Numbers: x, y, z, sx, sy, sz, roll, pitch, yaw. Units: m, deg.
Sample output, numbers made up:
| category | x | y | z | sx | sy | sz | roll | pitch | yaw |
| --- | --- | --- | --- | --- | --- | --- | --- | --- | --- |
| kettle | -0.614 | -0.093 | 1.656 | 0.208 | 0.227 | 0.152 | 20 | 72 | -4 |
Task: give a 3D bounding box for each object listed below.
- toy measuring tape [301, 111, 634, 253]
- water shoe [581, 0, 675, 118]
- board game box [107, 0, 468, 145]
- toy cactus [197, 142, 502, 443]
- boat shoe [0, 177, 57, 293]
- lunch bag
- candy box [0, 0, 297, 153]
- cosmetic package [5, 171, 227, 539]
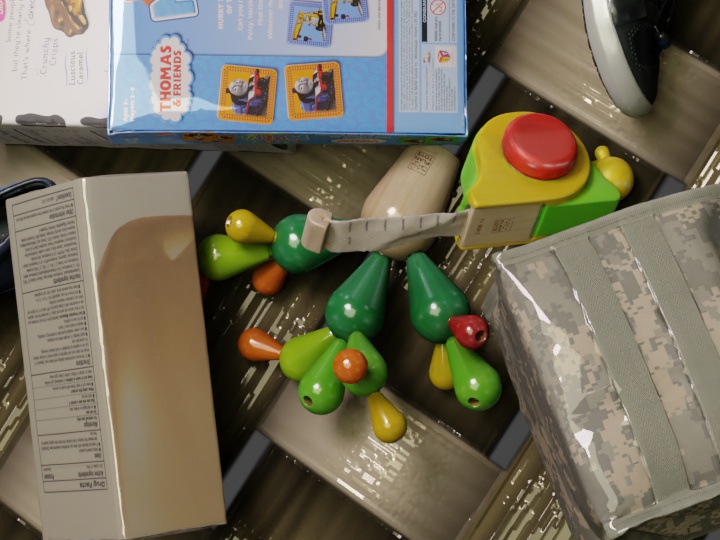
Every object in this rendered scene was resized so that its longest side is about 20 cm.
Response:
| category | x | y | z | sx | sy | sz | roll | pitch | yaw |
| --- | --- | --- | --- | --- | --- | --- | --- | --- | --- |
| toy measuring tape | 0.056 | -0.049 | 1.300 | 0.199 | 0.074 | 0.074 | -6 | 77 | -21 |
| water shoe | 0.163 | -0.186 | 1.314 | 0.078 | 0.071 | 0.201 | -5 | 81 | 17 |
| board game box | -0.041 | -0.147 | 1.332 | 0.199 | 0.037 | 0.152 | 1 | 83 | -4 |
| toy cactus | 0.000 | 0.000 | 1.342 | 0.199 | 0.102 | 0.166 | 22 | 80 | 30 |
| boat shoe | -0.264 | -0.007 | 1.400 | 0.199 | 0.069 | 0.084 | -32 | 66 | -19 |
| lunch bag | 0.185 | 0.046 | 1.242 | 0.199 | 0.118 | 0.165 | -18 | 73 | -8 |
| candy box | -0.133 | -0.160 | 1.416 | 0.199 | 0.072 | 0.169 | 3 | 83 | 19 |
| cosmetic package | -0.138 | 0.050 | 1.350 | 0.105 | 0.071 | 0.201 | -7 | 88 | 56 |
